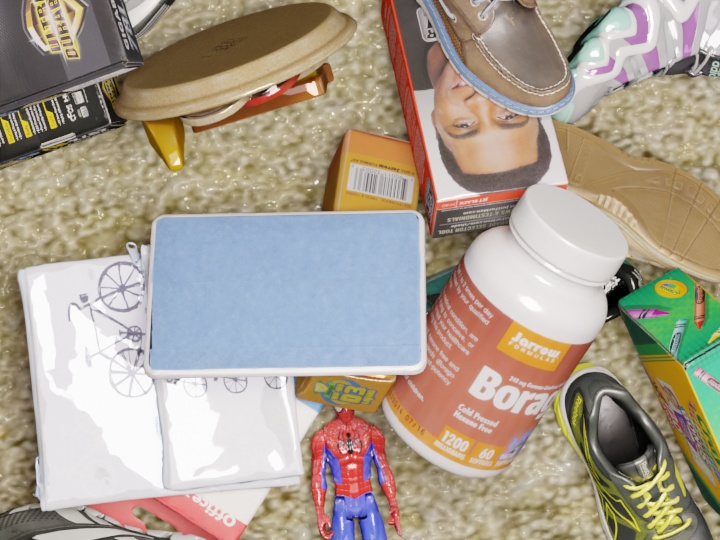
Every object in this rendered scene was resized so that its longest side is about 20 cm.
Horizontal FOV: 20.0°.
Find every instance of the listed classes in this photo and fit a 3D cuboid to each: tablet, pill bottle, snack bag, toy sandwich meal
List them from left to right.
[{"bbox_3d":[-0.148,0.073,1.489,0.199,0.021,0.190,-5,91,-3],"label":"snack bag"},{"bbox_3d":[-0.085,-0.132,1.474,0.204,0.205,0.071,-21,109,-5],"label":"toy sandwich meal"},{"bbox_3d":[-0.053,0.016,1.450,0.199,0.014,0.131,-1,63,2],"label":"tablet"},{"bbox_3d":[0.106,0.042,1.461,0.112,0.112,0.200,28,117,-5],"label":"pill bottle"}]

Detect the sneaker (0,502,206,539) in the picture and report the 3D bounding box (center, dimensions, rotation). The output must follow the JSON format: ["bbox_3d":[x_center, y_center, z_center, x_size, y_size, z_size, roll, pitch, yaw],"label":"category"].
[{"bbox_3d":[-0.199,0.218,1.496,0.199,0.090,0.067,9,103,14],"label":"sneaker"}]

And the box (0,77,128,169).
[{"bbox_3d":[-0.278,-0.177,1.506,0.159,0.049,0.201,-18,93,13],"label":"box"}]

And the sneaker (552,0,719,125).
[{"bbox_3d":[0.246,-0.162,1.562,0.140,0.078,0.200,39,88,-4],"label":"sneaker"}]

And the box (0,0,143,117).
[{"bbox_3d":[-0.278,-0.208,1.455,0.198,0.050,0.201,-17,92,11],"label":"box"}]

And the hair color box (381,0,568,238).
[{"bbox_3d":[0.082,-0.131,1.513,0.101,0.061,0.201,-9,65,-8],"label":"hair color box"}]

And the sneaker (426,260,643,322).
[{"bbox_3d":[0.118,0.025,1.550,0.199,0.080,0.072,-15,95,-5],"label":"sneaker"}]

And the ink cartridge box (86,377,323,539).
[{"bbox_3d":[-0.112,0.125,1.536,0.116,0.067,0.201,32,88,-5],"label":"ink cartridge box"}]

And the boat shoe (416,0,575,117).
[{"bbox_3d":[0.084,-0.196,1.471,0.072,0.072,0.200,-33,69,-19],"label":"boat shoe"}]

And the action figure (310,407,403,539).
[{"bbox_3d":[-0.002,0.187,1.560,0.065,0.052,0.201,-7,89,-2],"label":"action figure"}]

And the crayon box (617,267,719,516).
[{"bbox_3d":[0.271,0.109,1.515,0.058,0.119,0.201,-30,117,-5],"label":"crayon box"}]

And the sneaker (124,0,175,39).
[{"bbox_3d":[-0.150,-0.278,1.525,0.115,0.075,0.200,42,88,-2],"label":"sneaker"}]

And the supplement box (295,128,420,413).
[{"bbox_3d":[0.000,0.000,1.507,0.068,0.067,0.201,14,63,-8],"label":"supplement box"}]

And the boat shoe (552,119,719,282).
[{"bbox_3d":[0.203,-0.048,1.565,0.199,0.069,0.074,30,68,1],"label":"boat shoe"}]

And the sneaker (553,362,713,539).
[{"bbox_3d":[0.211,0.166,1.560,0.074,0.085,0.201,-33,94,-3],"label":"sneaker"}]
